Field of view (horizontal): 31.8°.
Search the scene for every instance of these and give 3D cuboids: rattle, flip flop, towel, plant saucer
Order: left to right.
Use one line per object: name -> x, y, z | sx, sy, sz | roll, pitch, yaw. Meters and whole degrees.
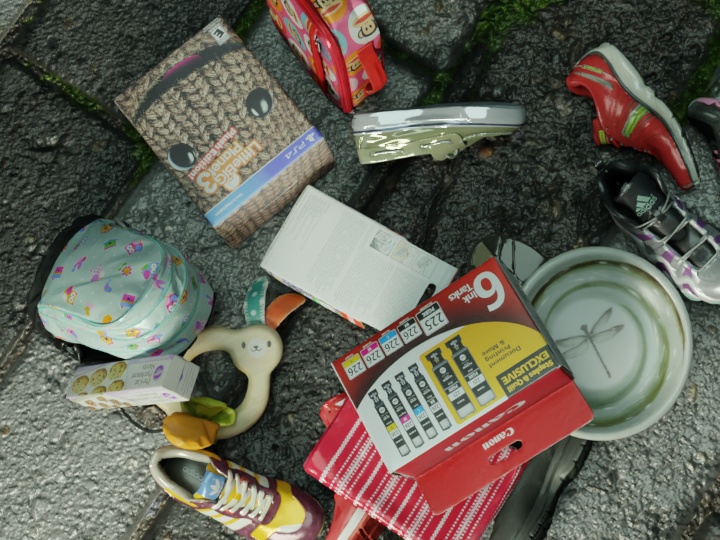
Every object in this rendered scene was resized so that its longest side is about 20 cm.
rattle -> -0.140, 0.093, 1.371 | 0.200, 0.143, 0.130 | -44, 72, -2
towel -> 0.056, 0.198, 1.313 | 0.199, 0.023, 0.145 | 31, 73, 16
flip flop -> 0.207, 0.027, 1.386 | 0.199, 0.058, 0.081 | 22, 85, -4
plant saucer -> 0.247, 0.077, 1.330 | 0.199, 0.050, 0.201 | 0, 84, -4

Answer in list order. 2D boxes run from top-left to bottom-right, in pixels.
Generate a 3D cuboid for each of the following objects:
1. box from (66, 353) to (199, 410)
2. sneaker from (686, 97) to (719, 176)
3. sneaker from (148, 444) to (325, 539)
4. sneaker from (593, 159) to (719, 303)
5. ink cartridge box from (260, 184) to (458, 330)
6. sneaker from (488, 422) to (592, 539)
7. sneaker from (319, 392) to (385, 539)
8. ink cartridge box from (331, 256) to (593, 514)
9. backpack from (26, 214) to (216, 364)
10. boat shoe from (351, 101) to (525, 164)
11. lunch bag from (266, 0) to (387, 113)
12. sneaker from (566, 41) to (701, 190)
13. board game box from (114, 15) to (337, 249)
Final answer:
box -> -0.249, 0.122, 1.367 | 0.199, 0.039, 0.042 | -10, 56, 48
sneaker -> 0.420, -0.103, 1.381 | 0.095, 0.079, 0.200 | -45, 74, 8
sneaker -> -0.136, 0.244, 1.360 | 0.199, 0.090, 0.075 | 17, 80, 12
sneaker -> 0.310, -0.050, 1.308 | 0.078, 0.140, 0.200 | -49, 47, 1
ink cartridge box -> 0.000, 0.000, 1.421 | 0.199, 0.050, 0.109 | 29, 82, 12
sneaker -> 0.170, 0.232, 1.338 | 0.090, 0.076, 0.201 | 26, 72, 19
sneaker -> -0.010, 0.213, 1.369 | 0.115, 0.078, 0.200 | 27, 69, 21
ink cartridge box -> 0.103, 0.118, 1.258 | 0.200, 0.084, 0.176 | -34, 68, 9
backpack -> -0.261, 0.026, 1.382 | 0.199, 0.127, 0.168 | 17, 77, 35
boat shoe -> 0.090, -0.157, 1.444 | 0.199, 0.072, 0.062 | -3, 101, 11
lunch bag -> -0.030, -0.266, 1.411 | 0.082, 0.200, 0.176 | -35, 74, -6
sneaker -> 0.304, -0.159, 1.413 | 0.085, 0.077, 0.200 | -38, 68, 9
board game box -> -0.154, -0.158, 1.453 | 0.159, 0.097, 0.200 | -40, 75, -3
